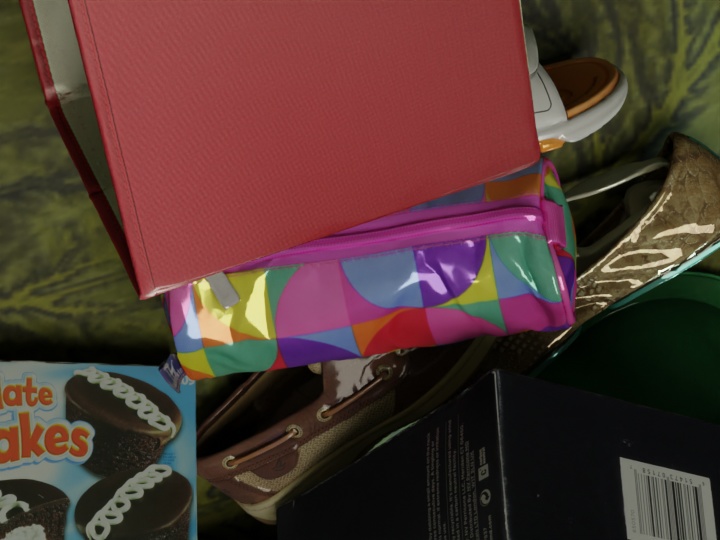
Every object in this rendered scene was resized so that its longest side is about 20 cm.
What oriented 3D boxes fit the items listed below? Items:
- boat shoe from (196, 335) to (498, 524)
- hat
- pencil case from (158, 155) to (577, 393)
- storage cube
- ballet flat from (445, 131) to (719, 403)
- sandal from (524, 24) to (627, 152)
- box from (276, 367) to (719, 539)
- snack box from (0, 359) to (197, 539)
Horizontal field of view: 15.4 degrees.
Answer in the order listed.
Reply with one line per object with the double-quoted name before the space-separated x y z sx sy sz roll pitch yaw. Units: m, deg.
"boat shoe" -0.005 0.038 1.282 0.200 0.072 0.072 -42 128 17
"hat" 0.174 0.109 1.327 0.165 0.176 0.201 -24 127 -5
"pencil case" 0.000 0.000 1.214 0.198 0.089 0.089 -9 127 4
"storage cube" -0.045 -0.126 1.092 0.179 0.171 0.201 -19 126 -10
"ballet flat" 0.099 0.002 1.310 0.200 0.071 0.065 -37 101 2
"sandal" 0.026 -0.079 1.206 0.205 0.079 0.060 -15 112 -16
"box" 0.091 0.144 1.255 0.199 0.105 0.182 14 149 -31
"snack box" -0.174 0.100 1.236 0.199 0.037 0.117 2 81 -23
